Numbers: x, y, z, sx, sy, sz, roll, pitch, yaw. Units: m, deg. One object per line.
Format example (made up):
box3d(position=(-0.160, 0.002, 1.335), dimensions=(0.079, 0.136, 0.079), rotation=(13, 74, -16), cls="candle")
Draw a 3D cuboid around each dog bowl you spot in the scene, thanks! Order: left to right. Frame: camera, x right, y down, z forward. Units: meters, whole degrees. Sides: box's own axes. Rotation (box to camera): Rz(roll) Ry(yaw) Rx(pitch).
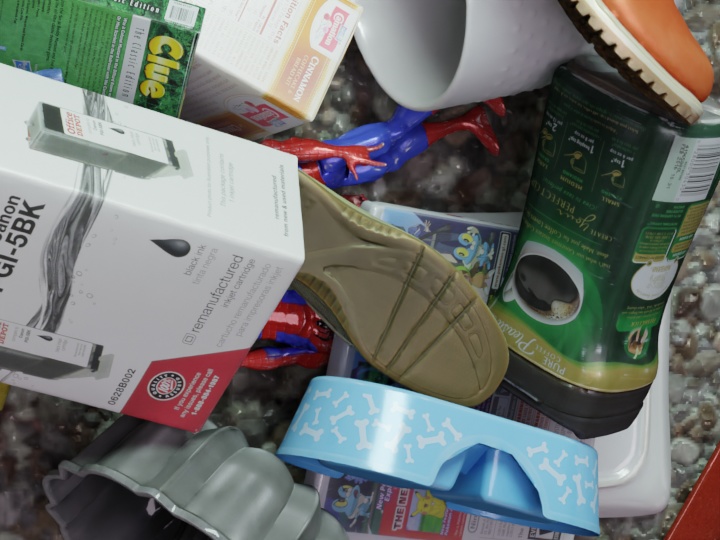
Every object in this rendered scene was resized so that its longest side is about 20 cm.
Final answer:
box3d(position=(0.049, 0.105, 1.242), dimensions=(0.199, 0.111, 0.050), rotation=(17, 80, -26), cls="dog bowl")

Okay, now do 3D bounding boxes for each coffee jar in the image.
box3d(position=(0.134, -0.011, 1.235), dimensions=(0.085, 0.104, 0.201), rotation=(-6, 120, -45), cls="coffee jar")

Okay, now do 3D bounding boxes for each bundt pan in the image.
box3d(position=(-0.080, 0.152, 1.244), dimensions=(0.202, 0.202, 0.076), rotation=(47, 63, -17), cls="bundt pan")

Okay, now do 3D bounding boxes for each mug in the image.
box3d(position=(0.106, -0.191, 1.241), dimensions=(0.174, 0.200, 0.148), rotation=(-13, 66, -27), cls="mug")

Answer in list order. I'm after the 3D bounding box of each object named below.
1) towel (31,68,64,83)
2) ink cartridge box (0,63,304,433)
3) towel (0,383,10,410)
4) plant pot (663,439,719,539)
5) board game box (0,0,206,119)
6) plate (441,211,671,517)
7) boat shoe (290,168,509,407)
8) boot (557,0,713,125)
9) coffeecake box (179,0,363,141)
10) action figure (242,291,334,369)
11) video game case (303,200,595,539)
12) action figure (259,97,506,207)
box3d(position=(-0.208, -0.022, 1.178), dimensions=(0.146, 0.024, 0.201), rotation=(-9, 134, 1), cls="towel")
box3d(position=(-0.148, -0.011, 1.120), dimensions=(0.199, 0.083, 0.147), rotation=(16, 131, -21), cls="ink cartridge box")
box3d(position=(-0.245, -0.021, 1.255), dimensions=(0.143, 0.023, 0.201), rotation=(18, 93, -17), cls="towel")
box3d(position=(0.320, 0.203, 1.368), dimensions=(0.176, 0.200, 0.201), rotation=(31, 89, -29), cls="plant pot")
box3d(position=(-0.150, -0.077, 1.165), dimensions=(0.104, 0.200, 0.024), rotation=(17, 49, -4), cls="board game box")
box3d(position=(0.107, 0.063, 1.362), dimensions=(0.199, 0.032, 0.201), rotation=(-2, 99, -15), cls="plate")
box3d(position=(-0.002, 0.002, 1.236), dimensions=(0.200, 0.063, 0.073), rotation=(34, 94, -5), cls="boat shoe")
box3d(position=(0.139, -0.174, 1.124), dimensions=(0.107, 0.075, 0.200), rotation=(-35, 98, 0), cls="boot")
box3d(position=(-0.120, -0.150, 1.197), dimensions=(0.199, 0.153, 0.073), rotation=(29, 77, -18), cls="coffeecake box")
box3d(position=(-0.075, 0.024, 1.290), dimensions=(0.199, 0.052, 0.066), rotation=(7, 91, -19), cls="action figure")
box3d(position=(0.064, 0.070, 1.311), dimensions=(0.181, 0.023, 0.201), rotation=(9, 96, -25), cls="video game case")
box3d(position=(-0.011, -0.063, 1.294), dimensions=(0.199, 0.066, 0.052), rotation=(-17, 65, -12), cls="action figure")
